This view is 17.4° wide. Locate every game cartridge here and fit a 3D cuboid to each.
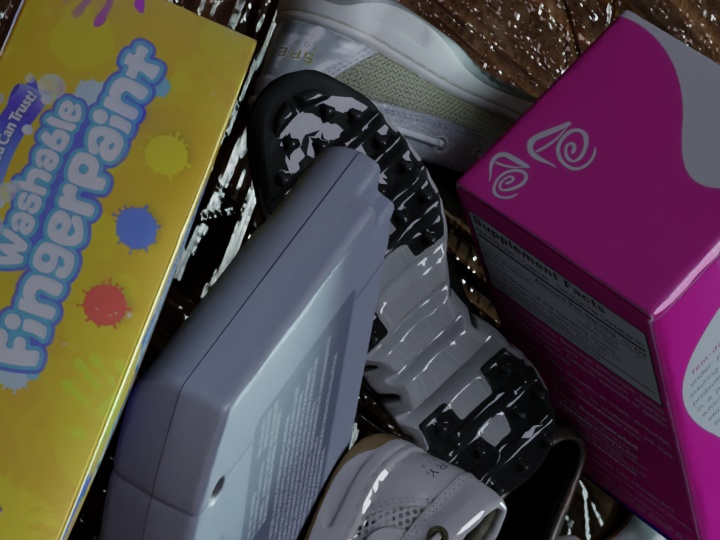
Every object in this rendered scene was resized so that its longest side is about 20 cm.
[{"bbox_3d":[-0.042,0.066,0.791,0.201,0.040,0.134,100,17,-50],"label":"game cartridge"}]

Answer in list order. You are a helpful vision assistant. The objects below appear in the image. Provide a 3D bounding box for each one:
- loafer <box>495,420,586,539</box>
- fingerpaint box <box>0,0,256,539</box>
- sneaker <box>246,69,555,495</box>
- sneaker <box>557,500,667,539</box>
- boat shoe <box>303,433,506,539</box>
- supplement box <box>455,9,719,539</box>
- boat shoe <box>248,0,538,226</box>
[{"bbox_3d":[0.034,0.143,0.924,0.072,0.063,0.201,38,62,-38],"label":"loafer"},{"bbox_3d":[-0.108,0.034,0.705,0.073,0.167,0.201,22,67,-6],"label":"fingerpaint box"},{"bbox_3d":[0.000,0.000,0.882,0.066,0.090,0.201,-41,127,-10],"label":"sneaker"},{"bbox_3d":[0.092,0.165,0.997,0.084,0.073,0.201,29,71,-4],"label":"sneaker"},{"bbox_3d":[-0.004,0.163,0.851,0.071,0.069,0.201,21,89,-61],"label":"boat shoe"},{"bbox_3d":[0.121,0.012,0.915,0.101,0.103,0.200,-44,149,-16],"label":"supplement box"},{"bbox_3d":[0.034,-0.047,0.933,0.202,0.074,0.065,32,77,-43],"label":"boat shoe"}]
